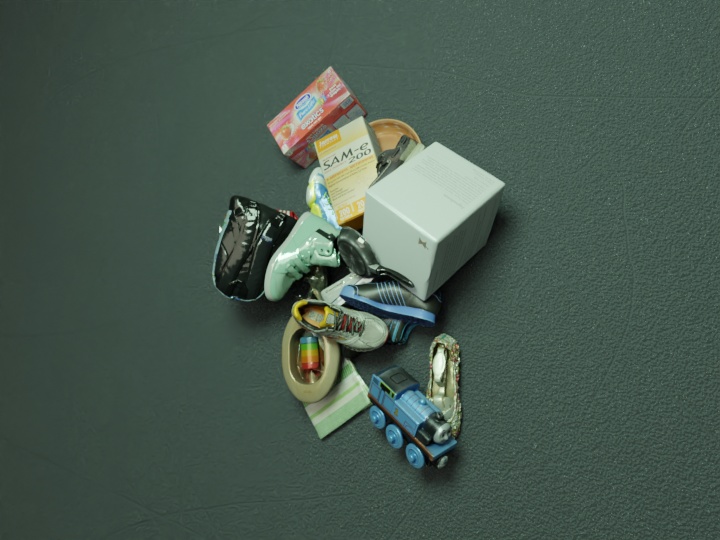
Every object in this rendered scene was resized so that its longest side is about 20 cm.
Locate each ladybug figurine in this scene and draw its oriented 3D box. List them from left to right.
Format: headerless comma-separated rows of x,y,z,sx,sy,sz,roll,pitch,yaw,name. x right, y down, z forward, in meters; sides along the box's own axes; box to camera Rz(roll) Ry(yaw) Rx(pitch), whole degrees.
-0.097,0.171,1.072,0.134,0.072,0.203,-3,81,23,ladybug figurine

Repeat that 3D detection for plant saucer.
0.047,-0.229,1.125,0.197,0.037,0.203,-5,79,24,plant saucer

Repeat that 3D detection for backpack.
-0.233,-0.031,1.093,0.161,0.154,0.203,19,77,-14,backpack

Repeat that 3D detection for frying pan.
0.018,-0.005,0.975,0.031,0.115,0.190,-36,72,-23,frying pan

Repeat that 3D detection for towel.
-0.073,0.232,1.106,0.152,0.023,0.201,-37,69,15,towel

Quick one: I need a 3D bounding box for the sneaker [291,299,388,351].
-0.043,0.106,0.989,0.197,0.082,0.079,13,82,8,sneaker

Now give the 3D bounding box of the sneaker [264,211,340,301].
-0.109,-0.013,1.040,0.117,0.074,0.202,25,83,27,sneaker

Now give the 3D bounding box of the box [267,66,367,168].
-0.098,-0.345,1.177,0.199,0.102,0.095,-38,67,15,box

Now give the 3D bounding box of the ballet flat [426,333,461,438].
0.153,0.222,0.981,0.075,0.064,0.203,-6,79,24,ballet flat

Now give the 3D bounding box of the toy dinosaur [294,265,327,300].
-0.103,0.030,1.110,0.087,0.047,0.203,-9,98,14,toy dinosaur

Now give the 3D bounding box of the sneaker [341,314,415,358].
0.046,0.125,1.041,0.199,0.073,0.082,-40,66,13,sneaker

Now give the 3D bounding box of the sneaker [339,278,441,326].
0.060,0.047,0.994,0.197,0.070,0.079,14,70,15,sneaker

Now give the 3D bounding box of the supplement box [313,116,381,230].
-0.009,-0.201,1.084,0.125,0.073,0.202,-24,72,18,supplement box

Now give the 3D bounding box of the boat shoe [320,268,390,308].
0.000,0.002,1.074,0.201,0.075,0.086,-38,71,3,boat shoe

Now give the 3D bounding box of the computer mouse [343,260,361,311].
-0.022,0.045,1.113,0.058,0.034,0.203,3,74,7,computer mouse

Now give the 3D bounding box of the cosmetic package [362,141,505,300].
0.128,-0.093,0.946,0.166,0.168,0.199,38,59,24,cosmetic package

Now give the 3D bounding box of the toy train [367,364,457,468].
0.092,0.273,0.957,0.199,0.086,0.116,38,128,39,toy train

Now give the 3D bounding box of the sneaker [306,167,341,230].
-0.065,-0.125,1.142,0.103,0.076,0.203,5,95,15,sneaker

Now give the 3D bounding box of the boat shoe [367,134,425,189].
0.060,-0.203,1.000,0.065,0.200,0.072,37,142,3,boat shoe

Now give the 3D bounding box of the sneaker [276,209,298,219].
-0.187,-0.046,1.177,0.114,0.078,0.203,-2,81,25,sneaker
